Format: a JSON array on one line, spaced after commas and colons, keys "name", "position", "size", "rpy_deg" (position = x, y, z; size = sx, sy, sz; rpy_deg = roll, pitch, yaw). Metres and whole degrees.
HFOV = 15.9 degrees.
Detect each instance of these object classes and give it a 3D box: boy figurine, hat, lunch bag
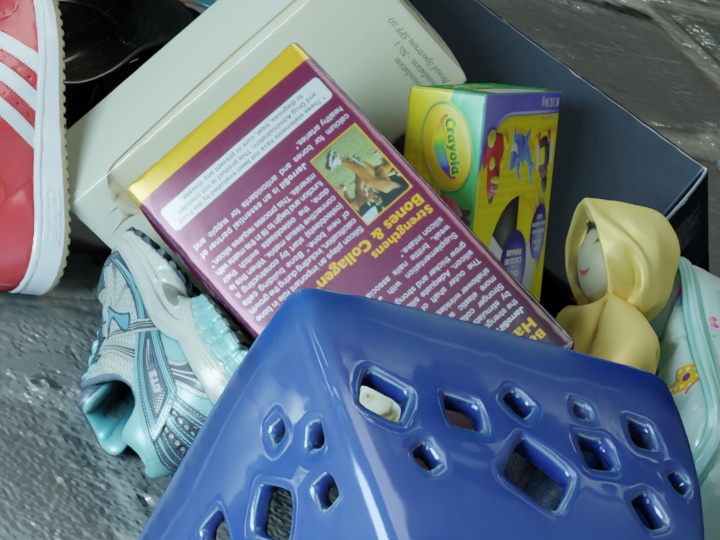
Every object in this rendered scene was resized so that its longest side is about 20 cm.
[{"name": "boy figurine", "position": [0.108, 0.056, 1.293], "size": [0.064, 0.201, 0.124], "rpy_deg": [24, -9, -10]}, {"name": "hat", "position": [-0.192, -0.165, 1.467], "size": [0.200, 0.081, 0.201], "rpy_deg": [-5, 21, 2]}, {"name": "lunch bag", "position": [0.159, 0.090, 1.334], "size": [0.077, 0.161, 0.200], "rpy_deg": [22, 27, -14]}]

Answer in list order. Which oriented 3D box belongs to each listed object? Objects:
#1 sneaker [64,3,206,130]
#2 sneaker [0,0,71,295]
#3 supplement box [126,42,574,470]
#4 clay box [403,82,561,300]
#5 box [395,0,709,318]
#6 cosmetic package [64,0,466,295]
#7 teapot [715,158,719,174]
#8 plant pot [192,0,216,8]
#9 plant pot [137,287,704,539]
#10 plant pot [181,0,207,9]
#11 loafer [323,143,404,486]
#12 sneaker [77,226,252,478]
[{"name": "sneaker", "position": [-0.130, -0.112, 1.515], "size": [0.099, 0.071, 0.200], "rpy_deg": [22, 30, -24]}, {"name": "sneaker", "position": [-0.214, -0.087, 1.320], "size": [0.112, 0.071, 0.201], "rpy_deg": [5, 66, -32]}, {"name": "supplement box", "position": [-0.003, 0.006, 1.226], "size": [0.200, 0.110, 0.086], "rpy_deg": [48, -4, 12]}, {"name": "clay box", "position": [0.057, 0.005, 1.328], "size": [0.047, 0.201, 0.115], "rpy_deg": [7, 8, 23]}, {"name": "box", "position": [0.095, -0.045, 1.483], "size": [0.200, 0.104, 0.182], "rpy_deg": [38, -10, 18]}, {"name": "cosmetic package", "position": [-0.056, -0.082, 1.358], "size": [0.104, 0.200, 0.073], "rpy_deg": [44, 9, -32]}, {"name": "teapot", "position": [0.290, 0.045, 1.533], "size": [0.197, 0.201, 0.146], "rpy_deg": [10, 14, -6]}, {"name": "plant pot", "position": [-0.065, -0.236, 1.486], "size": [0.200, 0.135, 0.200], "rpy_deg": [25, -9, 4]}, {"name": "plant pot", "position": [0.031, 0.152, 1.064], "size": [0.199, 0.200, 0.180], "rpy_deg": [14, 35, -28]}, {"name": "plant pot", "position": [-0.032, -0.181, 1.656], "size": [0.093, 0.201, 0.201], "rpy_deg": [51, 8, -39]}, {"name": "loafer", "position": [-0.005, 0.022, 1.346], "size": [0.070, 0.068, 0.201], "rpy_deg": [39, 50, -31]}, {"name": "sneaker", "position": [-0.107, 0.042, 1.255], "size": [0.078, 0.086, 0.200], "rpy_deg": [53, -7, -22]}]
